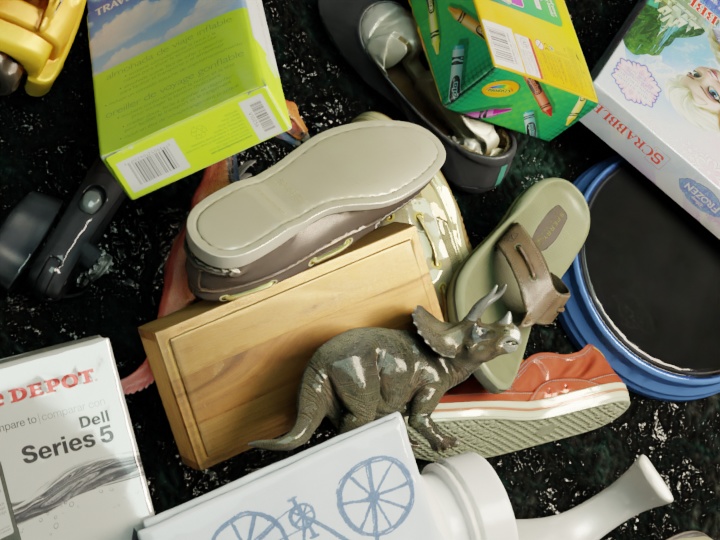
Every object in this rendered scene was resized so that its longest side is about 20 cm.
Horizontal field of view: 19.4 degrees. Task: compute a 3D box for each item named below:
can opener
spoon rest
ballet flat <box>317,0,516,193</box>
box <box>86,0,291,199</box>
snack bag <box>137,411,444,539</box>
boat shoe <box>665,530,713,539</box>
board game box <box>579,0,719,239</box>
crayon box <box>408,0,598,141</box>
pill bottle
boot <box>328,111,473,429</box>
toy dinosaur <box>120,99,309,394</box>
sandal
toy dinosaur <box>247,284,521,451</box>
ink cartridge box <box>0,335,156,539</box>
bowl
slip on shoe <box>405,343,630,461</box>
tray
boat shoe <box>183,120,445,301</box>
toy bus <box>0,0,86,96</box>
[{"bbox_3d":[-0.179,-0.059,1.453,0.079,0.063,0.200,37,64,-7],"label":"can opener"},{"bbox_3d":[0.129,0.204,1.508,0.200,0.061,0.099,-30,80,-14],"label":"spoon rest"},{"bbox_3d":[0.048,-0.147,1.572,0.073,0.073,0.200,-38,90,-27],"label":"ballet flat"},{"bbox_3d":[-0.122,-0.145,1.440,0.122,0.048,0.200,-23,40,8],"label":"box"},{"bbox_3d":[-0.022,0.214,1.324,0.188,0.021,0.200,-23,97,-19],"label":"snack bag"},{"bbox_3d":[0.199,0.247,1.486,0.200,0.075,0.073,-23,41,-32],"label":"boat shoe"},{"bbox_3d":[0.281,-0.126,1.644,0.200,0.041,0.200,39,48,-5],"label":"board game box"},{"bbox_3d":[0.094,-0.204,1.567,0.119,0.058,0.200,13,52,-44],"label":"crayon box"},{"bbox_3d":[-0.002,0.192,1.406,0.200,0.120,0.120,-15,80,-21],"label":"pill bottle"},{"bbox_3d":[0.000,0.000,1.503,0.155,0.073,0.200,-28,95,-27],"label":"boot"},{"bbox_3d":[-0.089,-0.024,1.421,0.200,0.105,0.182,-27,119,-56],"label":"toy dinosaur"},{"bbox_3d":[0.120,0.001,1.500,0.080,0.057,0.201,50,49,-23],"label":"sandal"},{"bbox_3d":[0.008,0.076,1.389,0.200,0.077,0.102,-11,92,-21],"label":"toy dinosaur"},{"bbox_3d":[-0.205,0.153,1.329,0.145,0.084,0.200,-15,90,-9],"label":"ink cartridge box"},{"bbox_3d":[0.240,-0.001,1.621,0.200,0.039,0.201,7,71,-21],"label":"bowl"},{"bbox_3d":[0.100,0.093,1.521,0.200,0.074,0.061,-9,62,-27],"label":"slip on shoe"},{"bbox_3d":[-0.040,0.048,1.412,0.200,0.037,0.099,-23,104,-22],"label":"tray"},{"bbox_3d":[-0.031,-0.039,1.395,0.200,0.060,0.072,-27,60,-30],"label":"boat shoe"},{"bbox_3d":[-0.264,-0.224,1.400,0.200,0.192,0.136,22,65,-17],"label":"toy bus"}]
